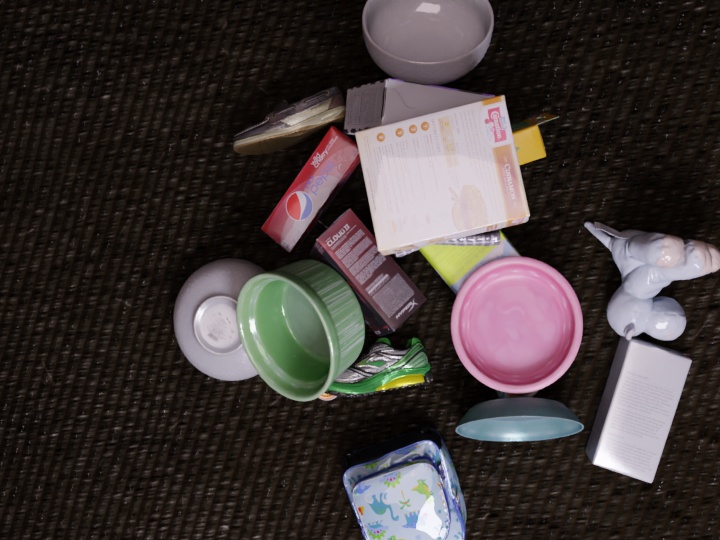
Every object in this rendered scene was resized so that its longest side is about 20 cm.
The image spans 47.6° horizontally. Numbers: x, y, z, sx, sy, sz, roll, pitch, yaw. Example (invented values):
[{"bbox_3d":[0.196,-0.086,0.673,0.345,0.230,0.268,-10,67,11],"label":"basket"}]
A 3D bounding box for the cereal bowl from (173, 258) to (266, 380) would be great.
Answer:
[{"bbox_3d":[-0.217,0.084,1.338,0.194,0.083,0.206,0,95,4],"label":"cereal bowl"}]

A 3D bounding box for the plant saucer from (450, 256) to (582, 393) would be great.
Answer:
[{"bbox_3d":[0.236,0.083,1.242,0.195,0.051,0.206,-2,80,12],"label":"plant saucer"}]

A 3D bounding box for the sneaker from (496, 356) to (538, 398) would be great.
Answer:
[{"bbox_3d":[0.286,0.130,1.294,0.075,0.081,0.203,30,95,4],"label":"sneaker"}]

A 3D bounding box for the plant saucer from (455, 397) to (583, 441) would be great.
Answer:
[{"bbox_3d":[0.243,0.229,1.262,0.194,0.201,0.037,-1,68,5],"label":"plant saucer"}]

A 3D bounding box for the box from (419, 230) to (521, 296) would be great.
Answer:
[{"bbox_3d":[0.190,-0.010,1.307,0.121,0.048,0.201,-40,89,7],"label":"box"}]

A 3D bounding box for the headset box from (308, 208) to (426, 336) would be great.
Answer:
[{"bbox_3d":[0.000,0.000,1.271,0.075,0.149,0.201,-40,90,-11],"label":"headset box"}]

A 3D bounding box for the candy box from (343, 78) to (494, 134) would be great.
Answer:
[{"bbox_3d":[0.079,-0.228,1.203,0.163,0.200,0.074,5,96,-17],"label":"candy box"}]

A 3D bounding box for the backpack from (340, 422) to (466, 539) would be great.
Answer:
[{"bbox_3d":[0.076,0.379,1.301,0.179,0.147,0.204,-21,95,9],"label":"backpack"}]

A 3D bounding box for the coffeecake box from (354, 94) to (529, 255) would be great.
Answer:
[{"bbox_3d":[0.105,-0.119,1.053,0.195,0.073,0.158,-12,85,7],"label":"coffeecake box"}]

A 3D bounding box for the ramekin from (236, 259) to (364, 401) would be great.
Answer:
[{"bbox_3d":[-0.087,0.083,1.235,0.197,0.097,0.205,18,120,34],"label":"ramekin"}]

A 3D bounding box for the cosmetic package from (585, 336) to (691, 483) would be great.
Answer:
[{"bbox_3d":[0.435,0.215,1.290,0.099,0.071,0.205,17,96,4],"label":"cosmetic package"}]

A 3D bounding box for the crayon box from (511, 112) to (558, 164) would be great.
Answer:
[{"bbox_3d":[0.204,-0.182,1.251,0.195,0.126,0.053,-19,101,7],"label":"crayon box"}]

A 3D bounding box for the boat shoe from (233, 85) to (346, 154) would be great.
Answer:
[{"bbox_3d":[-0.115,-0.240,1.313,0.195,0.073,0.066,-16,82,3],"label":"boat shoe"}]

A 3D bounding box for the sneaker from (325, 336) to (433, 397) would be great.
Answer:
[{"bbox_3d":[0.016,0.157,1.325,0.195,0.078,0.088,-10,83,-12],"label":"sneaker"}]

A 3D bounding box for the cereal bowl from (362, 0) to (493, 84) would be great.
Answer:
[{"bbox_3d":[0.100,-0.354,1.241,0.194,0.084,0.204,-1,58,1],"label":"cereal bowl"}]

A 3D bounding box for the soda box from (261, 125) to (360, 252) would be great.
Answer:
[{"bbox_3d":[-0.074,-0.129,1.313,0.063,0.070,0.202,36,97,4],"label":"soda box"}]

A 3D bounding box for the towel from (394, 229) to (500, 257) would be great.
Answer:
[{"bbox_3d":[0.123,-0.070,1.188,0.161,0.200,0.088,1,96,7],"label":"towel"}]

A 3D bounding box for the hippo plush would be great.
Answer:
[{"bbox_3d":[0.434,0.026,1.231,0.195,0.159,0.165,11,95,4],"label":"hippo plush"}]

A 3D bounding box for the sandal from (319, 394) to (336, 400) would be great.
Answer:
[{"bbox_3d":[-0.056,0.112,1.335,0.077,0.059,0.213,-3,94,5],"label":"sandal"}]
